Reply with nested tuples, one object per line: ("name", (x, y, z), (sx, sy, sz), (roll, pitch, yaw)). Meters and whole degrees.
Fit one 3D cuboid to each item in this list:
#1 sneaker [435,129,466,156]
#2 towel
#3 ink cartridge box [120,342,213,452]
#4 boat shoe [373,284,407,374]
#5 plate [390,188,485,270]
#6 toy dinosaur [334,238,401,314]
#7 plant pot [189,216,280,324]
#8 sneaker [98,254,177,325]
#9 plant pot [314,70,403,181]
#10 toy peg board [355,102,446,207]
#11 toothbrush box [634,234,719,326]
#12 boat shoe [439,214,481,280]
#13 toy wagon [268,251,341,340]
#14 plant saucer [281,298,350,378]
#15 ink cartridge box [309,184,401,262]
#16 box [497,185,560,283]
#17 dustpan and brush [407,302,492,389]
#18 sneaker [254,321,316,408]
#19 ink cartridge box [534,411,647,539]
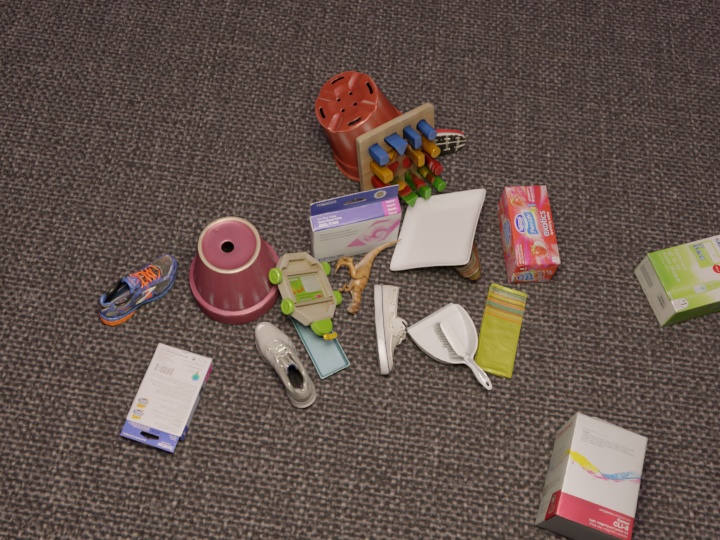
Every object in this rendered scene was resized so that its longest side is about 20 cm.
("sneaker", (0.155, -0.329, 1.816), (0.197, 0.077, 0.086), (1, 58, -3))
("towel", (0.302, 0.127, 1.630), (0.085, 0.018, 0.202), (14, 64, 5))
("ink cartridge box", (-0.386, 0.256, 1.520), (0.118, 0.042, 0.202), (16, 62, 5))
("boat shoe", (0.065, 0.122, 1.595), (0.069, 0.071, 0.202), (-2, 57, -1))
("plate", (0.175, -0.083, 1.671), (0.198, 0.032, 0.202), (-5, 54, 35))
("toy dinosaur", (0.000, 0.000, 1.664), (0.105, 0.060, 0.202), (26, 75, -6))
("plant pot", (-0.264, -0.012, 1.580), (0.197, 0.180, 0.203), (2, 64, -3))
("sneaker", (-0.468, 0.035, 1.602), (0.075, 0.079, 0.200), (40, 69, 15))
("plant pot", (-0.001, -0.332, 1.707), (0.198, 0.195, 0.204), (-6, 70, 17))
("toy peg board", (0.104, -0.232, 1.680), (0.198, 0.201, 0.098), (-29, 53, -19))
("toothbrush box", (0.732, 0.021, 1.667), (0.197, 0.086, 0.147), (-12, 65, -10))
("boat shoe", (0.221, -0.060, 1.693), (0.071, 0.068, 0.202), (-27, 45, 22))
("toy wagon", (-0.107, 0.058, 1.583), (0.154, 0.039, 0.202), (-8, 70, -48))
("plant saucer", (-0.097, 0.132, 1.607), (0.069, 0.019, 0.201), (-24, 68, -14))
("ink cartridge box", (-0.011, -0.094, 1.620), (0.194, 0.201, 0.044), (-13, 65, -9))
("box", (0.372, -0.081, 1.692), (0.098, 0.096, 0.203), (-2, 64, -3))
("dustpan and brush", (0.206, 0.167, 1.578), (0.138, 0.057, 0.201), (-27, 75, -24))
("sneaker", (-0.152, 0.181, 1.543), (0.074, 0.087, 0.201), (-33, 69, -15))
("ink cartridge box", (0.436, 0.399, 1.433), (0.143, 0.146, 0.202), (18, 65, 6))
